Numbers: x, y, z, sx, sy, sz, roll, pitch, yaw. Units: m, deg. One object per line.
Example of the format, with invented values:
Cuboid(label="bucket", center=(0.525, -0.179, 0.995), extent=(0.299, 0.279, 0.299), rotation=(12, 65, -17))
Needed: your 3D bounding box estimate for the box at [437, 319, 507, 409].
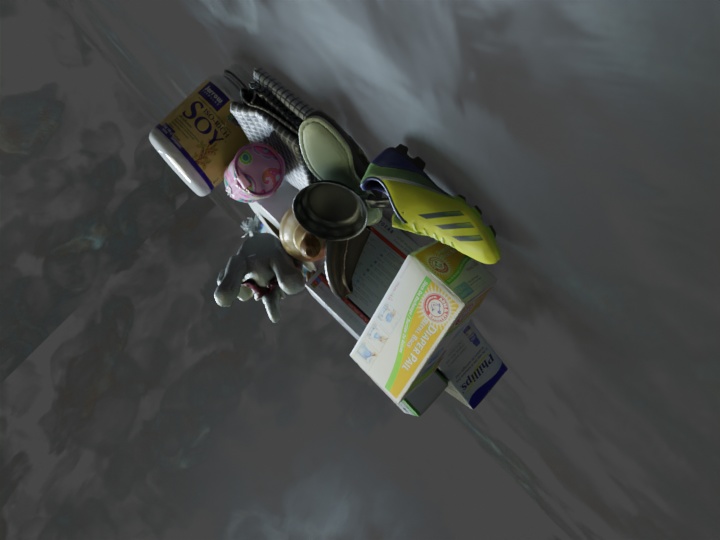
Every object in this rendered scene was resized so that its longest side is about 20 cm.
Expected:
Cuboid(label="box", center=(0.149, 0.134, 1.312), extent=(0.201, 0.105, 0.183), rotation=(51, 170, -22))

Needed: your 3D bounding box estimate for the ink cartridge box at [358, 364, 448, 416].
Cuboid(label="ink cartridge box", center=(0.075, 0.193, 1.312), extent=(0.145, 0.084, 0.200), rotation=(45, 171, 5))

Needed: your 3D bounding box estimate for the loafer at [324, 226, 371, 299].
Cuboid(label="loafer", center=(-0.018, -0.056, 1.097), extent=(0.069, 0.207, 0.073), rotation=(2, -171, 7))

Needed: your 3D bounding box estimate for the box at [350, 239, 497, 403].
Cuboid(label="box", center=(0.087, 0.068, 0.976), extent=(0.101, 0.202, 0.112), rotation=(41, -146, 17))

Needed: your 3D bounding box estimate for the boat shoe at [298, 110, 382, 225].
Cuboid(label="boat shoe", center=(-0.025, -0.154, 1.002), extent=(0.070, 0.062, 0.203), rotation=(-11, 135, 25))

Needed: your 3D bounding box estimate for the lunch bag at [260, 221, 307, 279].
Cuboid(label="lunch bag", center=(-0.143, -0.061, 1.515), extent=(0.169, 0.200, 0.128), rotation=(34, 166, 45))

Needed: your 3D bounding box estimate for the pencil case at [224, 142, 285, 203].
Cuboid(label="pencil case", center=(-0.176, -0.153, 1.123), extent=(0.088, 0.088, 0.199), rotation=(47, 169, -13))

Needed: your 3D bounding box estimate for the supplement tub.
Cuboid(label="supplement tub", center=(-0.257, -0.249, 1.225), extent=(0.145, 0.200, 0.146), rotation=(43, 171, 9))

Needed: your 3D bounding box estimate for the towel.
Cuboid(label="towel", center=(-0.115, -0.207, 1.131), extent=(0.165, 0.086, 0.201), rotation=(41, 169, 25))

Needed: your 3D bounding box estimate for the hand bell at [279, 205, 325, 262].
Cuboid(label="hand bell", center=(-0.080, -0.049, 1.106), extent=(0.104, 0.104, 0.200), rotation=(47, -177, -12))

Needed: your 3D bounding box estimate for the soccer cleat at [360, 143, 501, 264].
Cuboid(label="soccer cleat", center=(0.083, -0.066, 0.836), extent=(0.200, 0.084, 0.065), rotation=(43, 170, 17))

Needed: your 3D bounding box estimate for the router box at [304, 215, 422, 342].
Cuboid(label="router box", center=(0.035, 0.028, 1.149), extent=(0.199, 0.180, 0.049), rotation=(41, 172, 26))

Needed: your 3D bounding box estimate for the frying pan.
Cuboid(label="frying pan", center=(-0.016, -0.103, 0.984), extent=(0.188, 0.031, 0.114), rotation=(-28, 126, 36))

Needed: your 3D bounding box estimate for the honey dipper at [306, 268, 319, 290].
Cuboid(label="honey dipper", center=(0.000, 0.000, 1.240), extent=(0.038, 0.194, 0.039), rotation=(-11, -91, -84))

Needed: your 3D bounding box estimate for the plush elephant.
Cuboid(label="plush elephant", center=(-0.176, 0.018, 1.285), extent=(0.157, 0.160, 0.203), rotation=(75, -179, -46))

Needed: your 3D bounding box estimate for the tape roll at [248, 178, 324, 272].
Cuboid(label="tape roll", center=(-0.101, -0.110, 1.309), extent=(0.203, 0.139, 0.203), rotation=(44, 170, 10))
